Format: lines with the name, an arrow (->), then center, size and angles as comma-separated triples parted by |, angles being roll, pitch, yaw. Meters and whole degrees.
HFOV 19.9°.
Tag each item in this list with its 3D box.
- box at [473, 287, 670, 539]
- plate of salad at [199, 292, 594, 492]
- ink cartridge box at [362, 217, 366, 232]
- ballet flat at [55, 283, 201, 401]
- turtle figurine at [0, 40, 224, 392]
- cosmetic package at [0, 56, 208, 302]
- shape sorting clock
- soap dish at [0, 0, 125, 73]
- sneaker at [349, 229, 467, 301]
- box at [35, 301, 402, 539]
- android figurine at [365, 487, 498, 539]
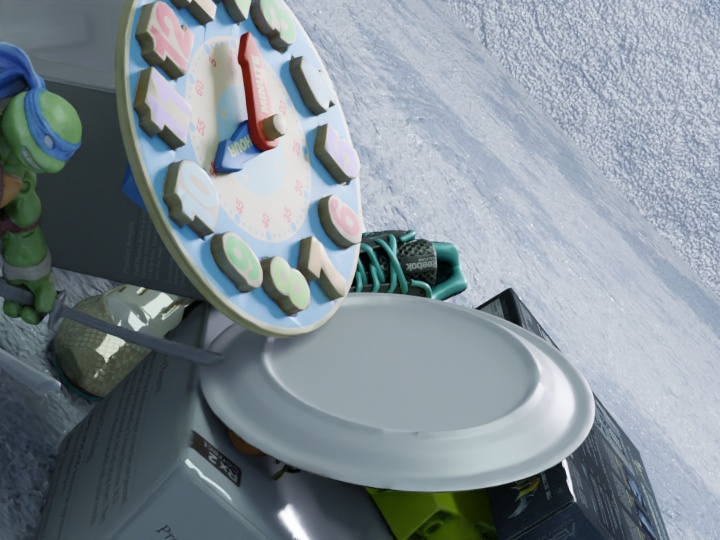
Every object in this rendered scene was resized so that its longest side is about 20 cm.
box -> 0.120, 0.125, 1.135 | 0.158, 0.051, 0.201 | 49, 17, -30
plate of salad -> 0.018, 0.065, 1.028 | 0.198, 0.048, 0.200 | 5, 25, -2
ink cartridge box -> -0.046, -0.021, 1.335 | 0.162, 0.050, 0.202 | 16, 54, -64
ballet flat -> -0.131, 0.023, 1.287 | 0.067, 0.062, 0.200 | 42, 21, 2
turtle figurine -> -0.203, 0.009, 0.964 | 0.201, 0.192, 0.144 | 65, 25, -16
cosmetic package -> -0.145, -0.055, 1.132 | 0.198, 0.108, 0.090 | 15, 11, 14
shape sorting clock -> -0.055, -0.066, 1.022 | 0.199, 0.039, 0.202 | 32, 49, -44
soap dish -> -0.194, -0.138, 1.232 | 0.081, 0.156, 0.202 | -133, -146, -63
sneaker -> 0.000, 0.000, 1.244 | 0.200, 0.091, 0.078 | 0, 72, -65
box -> -0.057, 0.155, 1.068 | 0.199, 0.131, 0.200 | 42, 17, -16
android figurine -> 0.037, 0.102, 1.133 | 0.182, 0.041, 0.201 | 28, 25, -51
